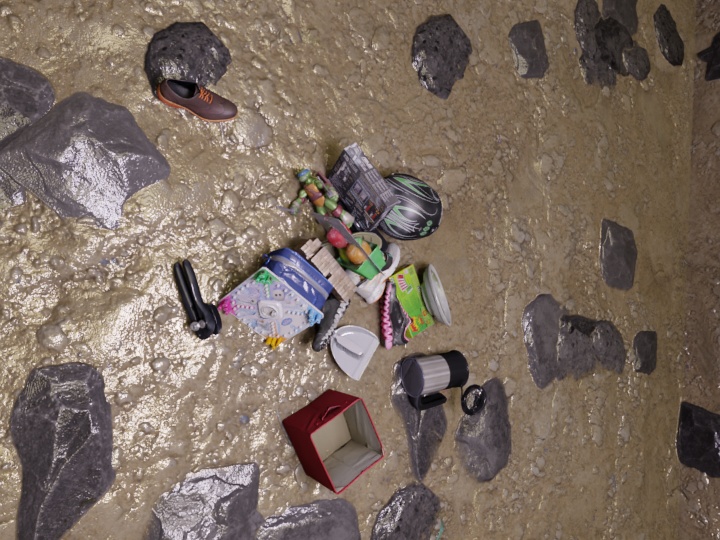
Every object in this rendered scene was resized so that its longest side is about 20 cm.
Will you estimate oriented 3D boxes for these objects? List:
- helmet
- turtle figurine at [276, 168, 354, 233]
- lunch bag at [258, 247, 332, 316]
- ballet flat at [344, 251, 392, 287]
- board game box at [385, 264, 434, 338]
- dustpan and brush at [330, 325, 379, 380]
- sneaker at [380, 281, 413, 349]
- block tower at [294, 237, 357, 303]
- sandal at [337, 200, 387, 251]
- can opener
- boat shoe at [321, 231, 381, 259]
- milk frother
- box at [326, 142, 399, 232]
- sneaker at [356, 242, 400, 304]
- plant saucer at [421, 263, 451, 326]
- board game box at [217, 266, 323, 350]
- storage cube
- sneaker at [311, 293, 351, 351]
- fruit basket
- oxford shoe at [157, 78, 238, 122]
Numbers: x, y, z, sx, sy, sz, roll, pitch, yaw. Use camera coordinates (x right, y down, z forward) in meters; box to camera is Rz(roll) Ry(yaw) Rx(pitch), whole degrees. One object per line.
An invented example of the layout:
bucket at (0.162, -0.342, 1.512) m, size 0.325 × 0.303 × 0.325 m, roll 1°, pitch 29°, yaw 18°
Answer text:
helmet at (0.124, -0.185, 1.518) m, size 0.188 × 0.199 × 0.203 m, roll 9°, pitch 83°, yaw -33°
turtle figurine at (-0.117, -0.167, 1.397) m, size 0.143 × 0.201 × 0.194 m, roll -38°, pitch 116°, yaw 8°
lunch bag at (-0.180, 0.029, 1.346) m, size 0.200 × 0.135 × 0.133 m, roll 43°, pitch 64°, yaw -25°
ballet flat at (0.000, 0.000, 1.463) m, size 0.198 × 0.068 × 0.068 m, roll -32°, pitch 74°, yaw -4°
board game box at (0.147, 0.094, 1.604) m, size 0.101 × 0.047 × 0.202 m, roll -28°, pitch 102°, yaw -30°
dustpan and brush at (-0.055, 0.197, 1.459) m, size 0.198 × 0.057 × 0.140 m, roll 31°, pitch 67°, yaw 4°
sneaker at (0.109, 0.133, 1.541) m, size 0.094 × 0.079 × 0.203 m, roll -2°, pitch 100°, yaw -6°
block tower at (-0.087, -0.002, 1.380) m, size 0.054 × 0.058 × 0.201 m, roll -46°, pitch 112°, yaw -17°
sandal at (0.008, -0.131, 1.509) m, size 0.200 × 0.043 × 0.076 m, roll 43°, pitch 64°, yaw -5°
can opener at (-0.403, 0.072, 1.256) m, size 0.063 × 0.079 × 0.202 m, roll -22°, pitch 98°, yaw 8°
boat shoe at (-0.040, -0.073, 1.455) m, size 0.197 × 0.068 × 0.076 m, roll -9°, pitch 109°, yaw -18°
milk frother at (0.253, 0.348, 1.570) m, size 0.186 × 0.199 × 0.184 m, roll -4°, pitch 93°, yaw -32°
box at (0.001, -0.223, 1.428) m, size 0.050 × 0.158 × 0.201 m, roll -33°, pitch 83°, yaw -32°
sneaker at (0.046, -0.008, 1.533) m, size 0.092 × 0.075 × 0.202 m, roll 35°, pitch 69°, yaw -21°
plant saucer at (0.228, 0.081, 1.615) m, size 0.200 × 0.050 × 0.203 m, roll -19°, pitch 91°, yaw -76°
board game box at (-0.225, 0.102, 1.284) m, size 0.200 × 0.199 × 0.026 m, roll 41°, pitch 37°, yaw -23°
storage cube at (-0.072, 0.439, 1.368) m, size 0.170 × 0.179 × 0.202 m, roll -29°, pitch 102°, yaw -30°
sneaker at (-0.101, 0.135, 1.413) m, size 0.090 × 0.067 × 0.201 m, roll 28°, pitch 46°, yaw 2°
fruit basket at (-0.027, -0.074, 1.320) m, size 0.094 × 0.185 × 0.201 m, roll -42°, pitch 115°, yaw -13°
oxford shoe at (-0.390, -0.417, 1.273) m, size 0.198 × 0.072 × 0.072 m, roll 7°, pitch 83°, yaw -32°
